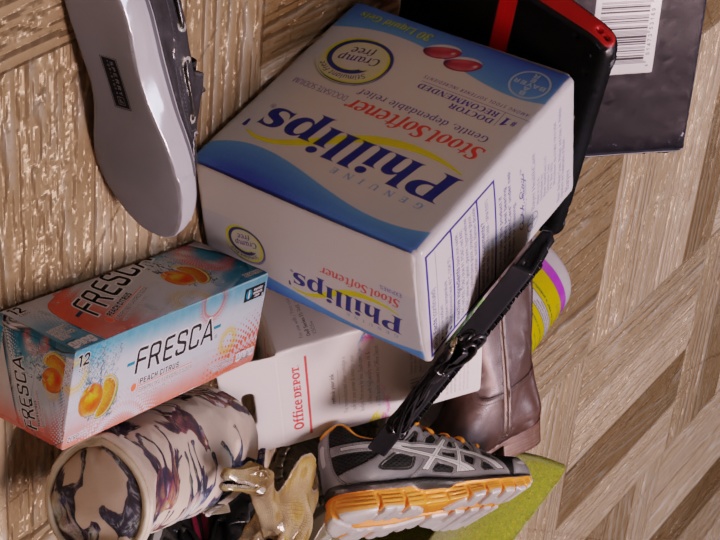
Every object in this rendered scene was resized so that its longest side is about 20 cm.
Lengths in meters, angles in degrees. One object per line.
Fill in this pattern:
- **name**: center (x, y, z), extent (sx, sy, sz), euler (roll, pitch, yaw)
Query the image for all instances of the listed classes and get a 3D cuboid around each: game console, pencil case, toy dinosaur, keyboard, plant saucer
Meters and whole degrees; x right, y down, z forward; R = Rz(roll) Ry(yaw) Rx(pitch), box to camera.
- **game console**: center (0.096, -0.139, 1.271), extent (0.031, 0.176, 0.201), euler (-39, 155, -32)
- **pencil case**: center (-0.130, 0.133, 1.155), extent (0.090, 0.077, 0.200), euler (71, 19, 1)
- **toy dinosaur**: center (-0.050, 0.173, 1.223), extent (0.200, 0.058, 0.102), euler (28, 82, -74)
- **keyboard**: center (0.063, 0.060, 1.205), extent (0.201, 0.021, 0.127), euler (-55, 174, 37)
- **plant saucer**: center (0.045, 0.211, 1.501), extent (0.200, 0.199, 0.048), euler (-49, 116, -25)

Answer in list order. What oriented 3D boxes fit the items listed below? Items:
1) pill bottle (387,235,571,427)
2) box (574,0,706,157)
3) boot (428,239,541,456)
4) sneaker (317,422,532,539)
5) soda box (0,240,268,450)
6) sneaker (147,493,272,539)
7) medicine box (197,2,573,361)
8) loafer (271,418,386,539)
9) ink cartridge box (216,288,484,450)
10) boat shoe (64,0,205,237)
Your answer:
- **pill bottle**: center (0.092, 0.061, 1.532), extent (0.200, 0.103, 0.105), euler (-52, 150, -29)
- **box**: center (0.168, -0.220, 1.327), extent (0.199, 0.122, 0.202), euler (-105, -166, -53)
- **boot**: center (0.071, 0.065, 1.407), extent (0.185, 0.064, 0.202), euler (-22, 117, -40)
- **sneaker**: center (0.051, 0.150, 1.337), extent (0.198, 0.078, 0.078), euler (4, 146, -42)
- **soda box**: center (-0.142, 0.042, 1.119), extent (0.199, 0.063, 0.069), euler (-24, 131, -56)
- **sneaker**: center (-0.117, 0.193, 1.264), extent (0.199, 0.083, 0.078), euler (-17, 125, -58)
- **medicine box**: center (0.020, -0.066, 1.206), extent (0.200, 0.181, 0.104), euler (-47, 147, -35)
- **loafer**: center (-0.039, 0.188, 1.428), extent (0.201, 0.076, 0.067), euler (-59, 158, -5)
- **ink cartridge box**: center (-0.014, 0.056, 1.298), extent (0.198, 0.068, 0.118), euler (-15, 141, -11)
- **boat shoe**: center (-0.121, -0.111, 1.040), extent (0.066, 0.069, 0.201), euler (-45, 139, -34)
